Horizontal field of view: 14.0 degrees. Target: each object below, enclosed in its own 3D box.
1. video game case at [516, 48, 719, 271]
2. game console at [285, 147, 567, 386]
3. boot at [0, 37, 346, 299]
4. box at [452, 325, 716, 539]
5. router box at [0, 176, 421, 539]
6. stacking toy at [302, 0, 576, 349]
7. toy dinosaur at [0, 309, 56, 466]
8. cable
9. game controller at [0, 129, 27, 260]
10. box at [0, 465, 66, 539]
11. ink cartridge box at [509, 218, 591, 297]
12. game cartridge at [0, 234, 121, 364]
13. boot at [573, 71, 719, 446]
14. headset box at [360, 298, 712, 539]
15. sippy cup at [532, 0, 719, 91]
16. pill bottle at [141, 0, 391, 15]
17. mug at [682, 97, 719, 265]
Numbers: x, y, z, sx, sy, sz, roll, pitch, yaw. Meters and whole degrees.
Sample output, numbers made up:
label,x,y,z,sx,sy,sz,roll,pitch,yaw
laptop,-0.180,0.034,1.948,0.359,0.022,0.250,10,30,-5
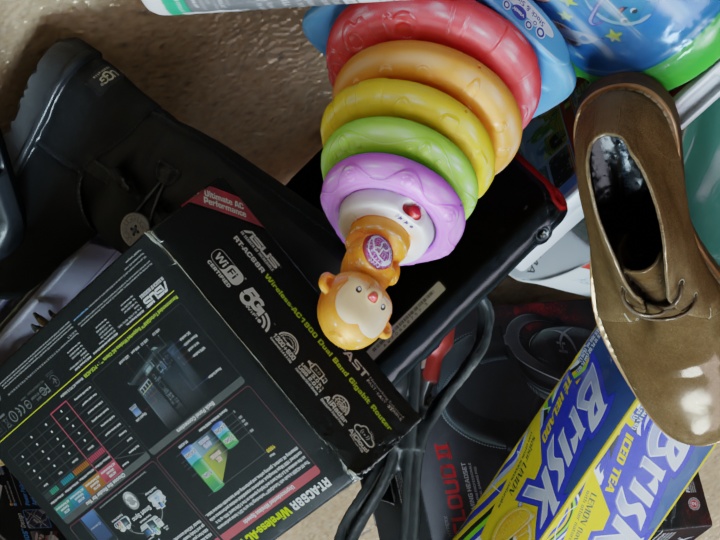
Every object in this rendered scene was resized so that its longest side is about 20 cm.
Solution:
label,x,y,z,sx,sy,sz,roll,pitch,yaw
video game case,0.138,-0.106,1.502,0.017,0.143,0.200,36,115,-28
game console,0.000,0.000,1.500,0.200,0.177,0.031,-45,128,2
boot,-0.096,0.001,1.458,0.066,0.200,0.165,-42,163,-48
box,0.118,0.124,1.582,0.070,0.064,0.200,22,107,-35
router box,-0.085,0.068,1.403,0.200,0.150,0.062,-38,-179,45
stacking toy,0.018,-0.045,1.377,0.116,0.201,0.110,40,138,-25
toy dinosaur,-0.185,0.075,1.553,0.058,0.200,0.101,-47,171,-49
cable,0.027,0.082,1.624,0.097,0.201,0.050,-1,177,1
game controller,-0.225,-0.076,1.396,0.104,0.042,0.201,-5,135,7
box,-0.188,0.174,1.557,0.198,0.200,0.050,-1,134,-27
ink cartridge box,0.166,0.014,1.603,0.160,0.200,0.047,14,107,-35
game cartridge,-0.150,0.042,1.609,0.129,0.038,0.200,17,126,-44
boot,0.142,0.009,1.433,0.073,0.076,0.201,-12,114,15
headset box,0.085,0.100,1.693,0.199,0.149,0.077,-3,157,-24
sippy cup,0.117,-0.174,1.431,0.130,0.139,0.178,34,86,-36
pill bottle,-0.003,-0.177,1.322,0.199,0.113,0.113,-4,142,7
mug,0.187,-0.065,1.564,0.114,0.152,0.185,8,132,-31
